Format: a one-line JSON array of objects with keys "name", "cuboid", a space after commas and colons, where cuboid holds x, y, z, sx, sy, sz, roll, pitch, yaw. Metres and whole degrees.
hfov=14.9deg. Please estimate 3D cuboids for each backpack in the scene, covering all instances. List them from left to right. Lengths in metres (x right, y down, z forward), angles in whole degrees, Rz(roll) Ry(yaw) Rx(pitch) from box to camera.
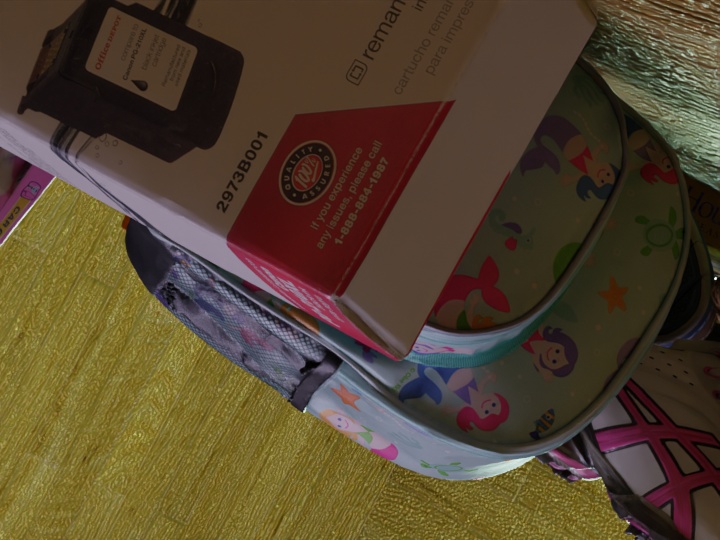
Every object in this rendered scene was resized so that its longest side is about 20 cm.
[{"name": "backpack", "cuboid": [0.030, -0.020, 1.089, 0.200, 0.178, 0.151, 39, 161, -6]}]

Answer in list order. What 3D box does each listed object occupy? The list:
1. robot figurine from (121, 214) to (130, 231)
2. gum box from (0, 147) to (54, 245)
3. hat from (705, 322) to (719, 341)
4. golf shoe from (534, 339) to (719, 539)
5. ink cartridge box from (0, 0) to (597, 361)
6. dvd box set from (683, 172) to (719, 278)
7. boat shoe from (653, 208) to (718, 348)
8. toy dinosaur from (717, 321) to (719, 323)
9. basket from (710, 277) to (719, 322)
[{"name": "robot figurine", "cuboid": [-0.022, -0.062, 1.229, 0.145, 0.058, 0.200, 38, -140, 0]}, {"name": "gum box", "cuboid": [-0.186, -0.091, 1.394, 0.066, 0.114, 0.200, 35, -172, -20]}, {"name": "hat", "cuboid": [0.177, 0.074, 1.298, 0.201, 0.081, 0.201, 45, -173, -7]}, {"name": "golf shoe", "cuboid": [0.137, 0.074, 1.149, 0.200, 0.092, 0.073, 40, 179, 18]}, {"name": "ink cartridge box", "cuboid": [-0.041, -0.082, 0.973, 0.199, 0.145, 0.084, 28, 174, 25]}, {"name": "dvd box set", "cuboid": [0.183, -0.016, 1.407, 0.199, 0.030, 0.146, 29, 177, 10]}, {"name": "boat shoe", "cuboid": [0.113, -0.020, 1.276, 0.072, 0.072, 0.200, 47, -174, -44]}, {"name": "toy dinosaur", "cuboid": [0.176, 0.011, 1.666, 0.135, 0.086, 0.200, 36, 177, 31]}, {"name": "basket", "cuboid": [0.202, 0.054, 1.147, 0.142, 0.150, 0.200, 28, 180, 8]}]
